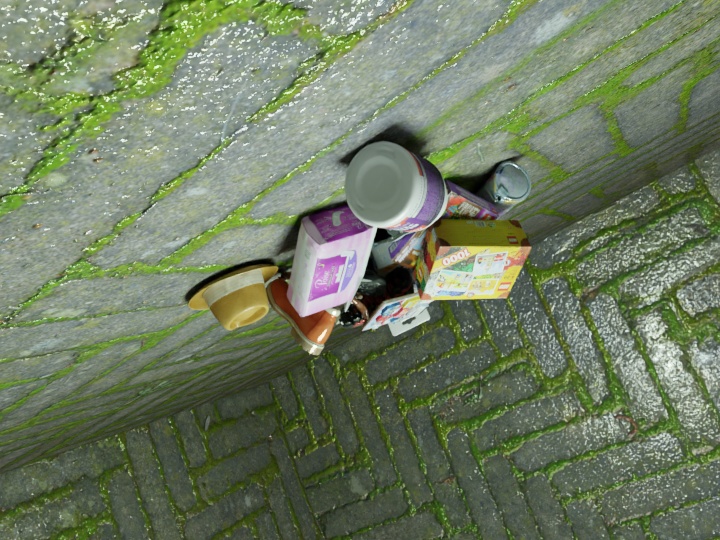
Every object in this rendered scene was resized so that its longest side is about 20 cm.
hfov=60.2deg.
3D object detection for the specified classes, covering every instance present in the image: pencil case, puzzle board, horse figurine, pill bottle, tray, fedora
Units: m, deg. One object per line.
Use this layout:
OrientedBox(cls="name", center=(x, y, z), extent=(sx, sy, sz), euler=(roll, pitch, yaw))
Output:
OrientedBox(cls="pencil case", center=(0.288, -0.153, 1.323), extent=(0.092, 0.082, 0.200), euler=(-61, -178, -16))
OrientedBox(cls="puzzle board", center=(0.091, 0.087, 1.356), extent=(0.146, 0.018, 0.200), euler=(-14, 164, -18))
OrientedBox(cls="horse figurine", center=(-0.067, 0.039, 1.322), extent=(0.051, 0.195, 0.133), euler=(-65, 165, -5))
OrientedBox(cls="pill bottle", center=(0.063, -0.116, 0.911), extent=(0.109, 0.114, 0.199), euler=(-27, 169, 22))
OrientedBox(cls="tray", center=(-0.001, -0.025, 1.180), extent=(0.203, 0.022, 0.109), euler=(105, 9, -45))
OrientedBox(cls="fedora", center=(-0.232, 0.060, 1.185), extent=(0.195, 0.084, 0.201), euler=(-23, 170, -4))

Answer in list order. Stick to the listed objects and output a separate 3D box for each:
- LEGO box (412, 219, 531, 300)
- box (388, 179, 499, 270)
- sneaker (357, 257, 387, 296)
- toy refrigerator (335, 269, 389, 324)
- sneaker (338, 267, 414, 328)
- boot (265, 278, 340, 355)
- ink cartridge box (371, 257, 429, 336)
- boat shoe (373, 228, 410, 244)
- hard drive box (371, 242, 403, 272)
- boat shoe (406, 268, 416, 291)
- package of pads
OrientedBox(cls="LEGO box", center=(0.218, -0.020, 1.242), extent=(0.193, 0.079, 0.152), euler=(-1, 136, -15))
OrientedBox(cls="box", center=(0.166, -0.076, 1.257), extent=(0.134, 0.040, 0.201), euler=(19, 128, -31))
OrientedBox(cls="sneaker", center=(0.000, 0.000, 1.365), extent=(0.075, 0.090, 0.198), euler=(30, 167, -28))
OrientedBox(cls="toy refrigerator", center=(0.018, 0.054, 1.509), extent=(0.195, 0.078, 0.070), euler=(-22, 169, -17))
OrientedBox(cls="sneaker", center=(0.044, 0.079, 1.429), extent=(0.198, 0.072, 0.098), euler=(-34, 142, 6))
OrientedBox(cls="boot", center=(-0.112, 0.060, 1.223), extent=(0.074, 0.200, 0.109), euler=(16, 112, -49))
OrientedBox(cls="ink cartridge box", center=(0.099, 0.052, 1.598), extent=(0.113, 0.205, 0.068), euler=(-25, 170, 15))
OrientedBox(cls="boat shoe", center=(0.067, -0.092, 1.179), extent=(0.055, 0.070, 0.200), euler=(-19, 171, -18))
OrientedBox(cls="hard drive box", center=(0.128, -0.075, 1.387), extent=(0.196, 0.079, 0.155), euler=(-27, 170, 14))
OrientedBox(cls="boat shoe", center=(0.167, -0.018, 1.477), extent=(0.196, 0.076, 0.093), euler=(-27, 166, -23))
OrientedBox(cls="package of pads", center=(-0.057, -0.014, 1.083), extent=(0.118, 0.076, 0.203), euler=(-19, 146, -29))
